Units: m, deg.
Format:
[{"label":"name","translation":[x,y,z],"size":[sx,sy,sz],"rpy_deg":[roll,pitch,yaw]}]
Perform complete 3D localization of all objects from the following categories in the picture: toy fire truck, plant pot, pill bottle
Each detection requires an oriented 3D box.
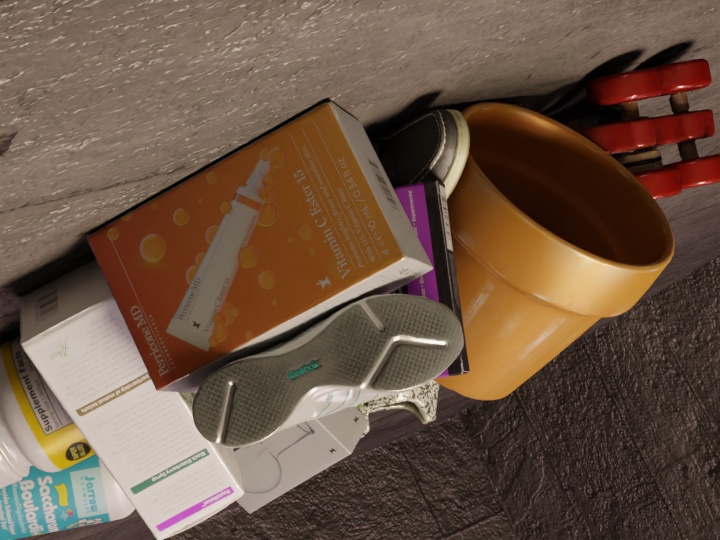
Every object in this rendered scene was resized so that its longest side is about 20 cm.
[{"label":"toy fire truck","translation":[0.223,-0.115,1.478],"size":[0.168,0.113,0.200],"rpy_deg":[-10,-177,44]},{"label":"plant pot","translation":[0.119,-0.002,1.326],"size":[0.200,0.200,0.184],"rpy_deg":[-13,142,-52]},{"label":"pill bottle","translation":[-0.228,0.092,1.326],"size":[0.199,0.115,0.114],"rpy_deg":[-26,170,-1]},{"label":"pill bottle","translation":[-0.263,0.169,1.422],"size":[0.199,0.111,0.111],"rpy_deg":[-10,167,-8]}]

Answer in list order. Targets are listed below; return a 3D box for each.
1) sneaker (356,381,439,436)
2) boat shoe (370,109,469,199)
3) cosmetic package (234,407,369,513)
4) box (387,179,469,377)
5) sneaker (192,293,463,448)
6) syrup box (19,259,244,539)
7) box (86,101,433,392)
[{"label":"sneaker","translation":[-0.014,0.106,1.487],"size":[0.199,0.089,0.077],"rpy_deg":[0,167,-8]},{"label":"boat shoe","translation":[0.005,-0.059,1.269],"size":[0.066,0.072,0.201],"rpy_deg":[13,144,-34]},{"label":"cosmetic package","translation":[-0.114,0.107,1.449],"size":[0.151,0.200,0.052],"rpy_deg":[-36,-166,38]},{"label":"box","translation":[-0.027,0.019,1.223],"size":[0.199,0.144,0.036],"rpy_deg":[-8,174,12]},{"label":"sneaker","translation":[-0.026,0.067,1.159],"size":[0.199,0.071,0.080],"rpy_deg":[-18,177,-9]},{"label":"syrup box","translation":[-0.169,0.096,1.232],"size":[0.081,0.200,0.079],"rpy_deg":[-27,-153,2]},{"label":"box","translation":[-0.070,-0.012,1.166],"size":[0.199,0.125,0.097],"rpy_deg":[-29,169,10]}]
